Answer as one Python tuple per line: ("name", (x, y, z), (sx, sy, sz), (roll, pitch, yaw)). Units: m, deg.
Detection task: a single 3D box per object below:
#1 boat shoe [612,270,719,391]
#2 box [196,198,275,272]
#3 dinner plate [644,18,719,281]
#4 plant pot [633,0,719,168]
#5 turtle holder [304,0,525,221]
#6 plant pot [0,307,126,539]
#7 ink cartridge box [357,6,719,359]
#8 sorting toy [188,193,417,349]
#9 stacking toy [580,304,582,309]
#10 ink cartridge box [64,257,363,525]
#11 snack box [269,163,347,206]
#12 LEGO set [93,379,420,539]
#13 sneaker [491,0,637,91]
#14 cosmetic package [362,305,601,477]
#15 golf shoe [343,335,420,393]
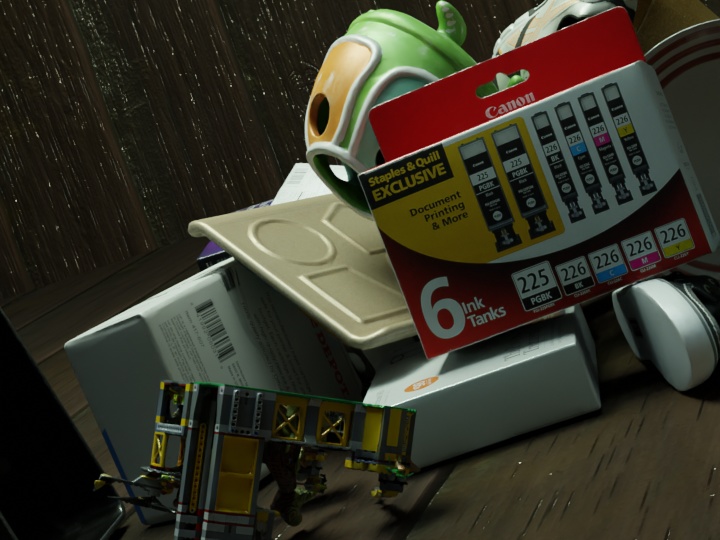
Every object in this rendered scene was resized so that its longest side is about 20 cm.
("boat shoe", (0.212, 0.031, 1.207), (0.066, 0.070, 0.200), (-22, 0, -1))
("box", (-0.059, -0.020, 1.724), (0.141, 0.079, 0.200), (-15, 12, 8))
("dinner plate", (0.258, -0.074, 1.297), (0.200, 0.201, 0.024), (-20, 11, 3))
("plant pot", (0.255, -0.090, 1.391), (0.187, 0.200, 0.186), (-59, 2, 4))
("turtle holder", (0.038, -0.095, 1.371), (0.141, 0.186, 0.132), (20, 63, 39))
("plant pot", (-0.302, 0.149, 1.262), (0.177, 0.200, 0.200), (-30, 6, 10))
("ink cartridge box", (0.110, -0.060, 1.230), (0.199, 0.176, 0.084), (-22, -2, 15))
("sorting toy", (0.000, 0.000, 1.375), (0.200, 0.037, 0.185), (31, 29, 34))
("stacking toy", (0.117, -0.031, 1.446), (0.085, 0.200, 0.085), (-20, -24, -9))
("ink cartridge box", (-0.101, 0.077, 1.372), (0.084, 0.146, 0.200), (-21, 5, 34))
("snack box", (-0.064, -0.012, 1.578), (0.072, 0.024, 0.200), (6, 50, 31))
("LEGO set", (-0.058, 0.132, 1.144), (0.153, 0.116, 0.200), (10, -5, -31))
("sneaker", (0.139, -0.152, 1.351), (0.200, 0.074, 0.080), (120, 171, -53))
("cosmetic package", (0.084, 0.074, 1.281), (0.150, 0.052, 0.200), (-22, 7, 9))
("golf shoe", (-0.011, 0.076, 1.481), (0.094, 0.078, 0.200), (-37, 8, -29))
